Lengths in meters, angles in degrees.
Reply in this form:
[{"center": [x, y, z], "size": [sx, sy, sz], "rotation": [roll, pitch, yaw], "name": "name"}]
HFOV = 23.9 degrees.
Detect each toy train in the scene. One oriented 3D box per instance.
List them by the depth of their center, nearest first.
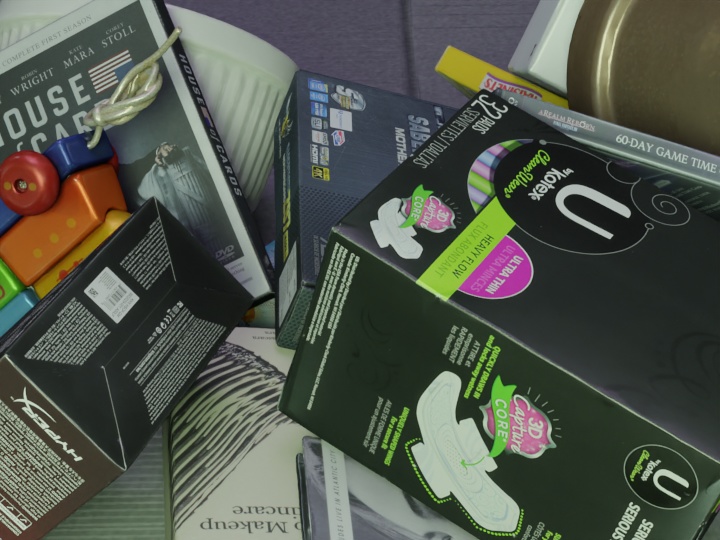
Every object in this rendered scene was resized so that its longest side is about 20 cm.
[{"center": [-0.132, -0.021, 0.899], "size": [0.116, 0.200, 0.085], "rotation": [53, 22, 2], "name": "toy train"}]

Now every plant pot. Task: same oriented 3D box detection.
[{"center": [0.237, -0.105, 0.967], "size": [0.200, 0.201, 0.175], "rotation": [-8, 14, -12], "name": "plant pot"}]

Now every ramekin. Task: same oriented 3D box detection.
[{"center": [-0.144, -0.095, 1.084], "size": [0.200, 0.105, 0.200], "rotation": [12, -10, 2], "name": "ramekin"}]

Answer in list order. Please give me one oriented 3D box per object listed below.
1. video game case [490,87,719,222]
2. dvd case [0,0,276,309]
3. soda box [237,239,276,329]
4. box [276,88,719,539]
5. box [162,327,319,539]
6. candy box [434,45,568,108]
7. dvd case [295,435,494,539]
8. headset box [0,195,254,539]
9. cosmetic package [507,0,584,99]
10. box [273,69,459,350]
[{"center": [0.144, -0.047, 0.917], "size": [0.199, 0.019, 0.143], "rotation": [17, -11, -10], "name": "video game case"}, {"center": [-0.148, -0.047, 0.971], "size": [0.150, 0.200, 0.025], "rotation": [-26, -11, 13], "name": "dvd case"}, {"center": [0.000, 0.000, 1.036], "size": [0.068, 0.064, 0.200], "rotation": [21, 36, 31], "name": "soda box"}, {"center": [0.091, 0.037, 0.789], "size": [0.200, 0.125, 0.149], "rotation": [32, 44, 14], "name": "box"}, {"center": [-0.057, 0.108, 0.843], "size": [0.082, 0.069, 0.200], "rotation": [1, 30, -10], "name": "box"}, {"center": [0.150, -0.091, 1.153], "size": [0.200, 0.026, 0.102], "rotation": [31, 3, 34], "name": "candy box"}, {"center": [0.069, 0.146, 0.764], "size": [0.199, 0.016, 0.149], "rotation": [16, 28, -14], "name": "dvd case"}, {"center": [-0.162, 0.075, 0.816], "size": [0.077, 0.200, 0.149], "rotation": [45, 34, -7], "name": "headset box"}, {"center": [0.205, -0.118, 1.121], "size": [0.200, 0.071, 0.101], "rotation": [25, 5, -6], "name": "cosmetic package"}, {"center": [0.032, -0.024, 0.967], "size": [0.157, 0.051, 0.200], "rotation": [14, 40, -14], "name": "box"}]
